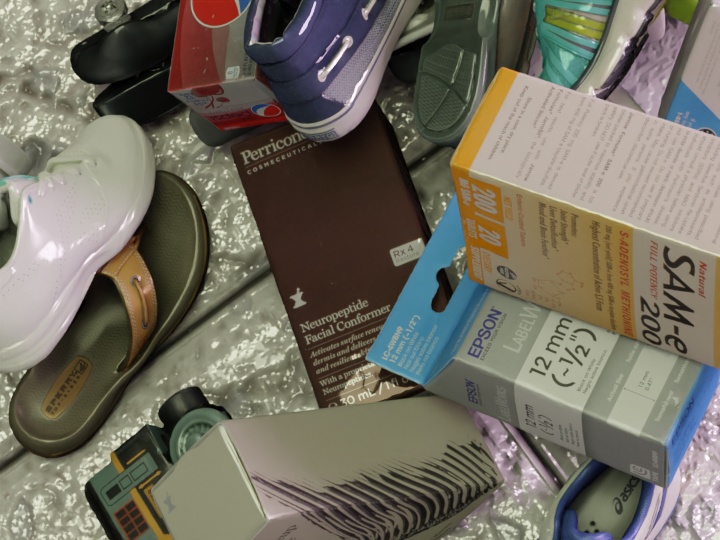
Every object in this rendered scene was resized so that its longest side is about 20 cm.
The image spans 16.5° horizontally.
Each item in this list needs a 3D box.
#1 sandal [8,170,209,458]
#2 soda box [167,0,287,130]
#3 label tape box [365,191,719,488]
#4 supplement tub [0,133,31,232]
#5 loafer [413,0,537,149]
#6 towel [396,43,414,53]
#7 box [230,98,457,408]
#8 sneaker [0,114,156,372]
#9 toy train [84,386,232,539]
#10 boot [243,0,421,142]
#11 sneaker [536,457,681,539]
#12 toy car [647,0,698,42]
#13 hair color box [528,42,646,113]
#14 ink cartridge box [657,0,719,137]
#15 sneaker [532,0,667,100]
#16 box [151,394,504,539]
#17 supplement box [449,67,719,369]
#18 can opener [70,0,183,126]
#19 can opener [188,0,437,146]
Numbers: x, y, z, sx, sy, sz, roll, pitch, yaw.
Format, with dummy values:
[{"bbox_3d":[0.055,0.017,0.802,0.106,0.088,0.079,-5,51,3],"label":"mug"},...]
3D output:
[{"bbox_3d":[-0.165,0.025,1.591,0.082,0.055,0.200,31,81,20],"label":"sandal"},{"bbox_3d":[-0.067,-0.194,1.573,0.070,0.063,0.201,-6,66,30],"label":"soda box"},{"bbox_3d":[0.118,0.019,1.446,0.199,0.066,0.144,23,67,17],"label":"label tape box"},{"bbox_3d":[-0.307,-0.008,1.587,0.144,0.144,0.201,21,78,19],"label":"supplement tub"},{"bbox_3d":[0.084,-0.167,1.522,0.072,0.063,0.201,8,80,44],"label":"loafer"},{"bbox_3d":[0.082,-0.234,1.616,0.199,0.024,0.147,-28,87,2],"label":"towel"},{"bbox_3d":[0.000,0.000,1.553,0.100,0.075,0.201,-23,67,5],"label":"box"},{"bbox_3d":[-0.195,-0.038,1.558,0.075,0.089,0.200,-5,45,34],"label":"sneaker"},{"bbox_3d":[-0.082,0.171,1.514,0.114,0.085,0.200,-38,70,13],"label":"toy train"},{"bbox_3d":[-0.010,-0.184,1.524,0.072,0.090,0.201,-2,55,28],"label":"boot"},{"bbox_3d":[0.118,0.177,1.458,0.075,0.088,0.201,24,80,17],"label":"sneaker"},{"bbox_3d":[0.204,-0.247,1.526,0.174,0.150,0.201,-21,81,-7],"label":"toy car"},{"bbox_3d":[0.141,-0.060,1.545,0.100,0.061,0.200,-40,68,0],"label":"hair color box"},{"bbox_3d":[0.286,-0.099,1.476,0.199,0.115,0.068,18,39,0],"label":"ink cartridge box"},{"bbox_3d":[0.134,-0.156,1.473,0.079,0.077,0.201,31,107,9],"label":"sneaker"},{"bbox_3d":[-0.016,0.125,1.444,0.082,0.199,0.069,-46,63,38],"label":"box"},{"bbox_3d":[0.156,-0.021,1.354,0.199,0.126,0.074,19,64,19],"label":"supplement box"},{"bbox_3d":[-0.103,-0.175,1.648,0.200,0.079,0.063,-35,36,-6],"label":"can opener"},{"bbox_3d":[-0.012,-0.122,1.593,0.199,0.067,0.053,-24,24,23],"label":"can opener"}]
